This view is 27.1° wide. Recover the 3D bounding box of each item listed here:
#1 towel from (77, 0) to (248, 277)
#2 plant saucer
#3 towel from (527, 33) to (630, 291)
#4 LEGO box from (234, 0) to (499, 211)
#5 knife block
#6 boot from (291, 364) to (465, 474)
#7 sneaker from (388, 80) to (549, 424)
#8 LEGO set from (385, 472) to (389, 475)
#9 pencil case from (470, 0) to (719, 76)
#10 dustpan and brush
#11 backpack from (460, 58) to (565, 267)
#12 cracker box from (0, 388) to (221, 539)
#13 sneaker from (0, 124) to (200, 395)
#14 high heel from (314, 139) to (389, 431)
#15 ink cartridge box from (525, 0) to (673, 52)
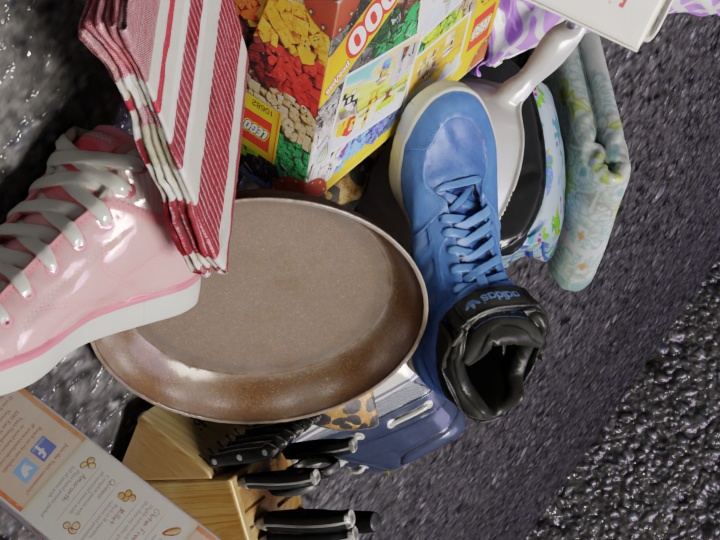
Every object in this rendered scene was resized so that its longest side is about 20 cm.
[{"bbox_3d":[-0.083,-0.105,0.681,0.201,0.022,0.146,77,15,-60],"label":"towel"},{"bbox_3d":[-0.060,0.019,0.873,0.201,0.197,0.032,102,-12,-47],"label":"plant saucer"},{"bbox_3d":[0.175,-0.109,1.255,0.172,0.048,0.202,91,-8,-59],"label":"towel"},{"bbox_3d":[0.005,-0.154,0.864,0.200,0.077,0.150,-42,156,-39],"label":"LEGO box"},{"bbox_3d":[-0.079,0.167,0.988,0.064,0.175,0.201,-30,154,-51],"label":"knife block"},{"bbox_3d":[-0.027,0.118,1.063,0.198,0.091,0.073,-24,-150,16],"label":"boot"},{"bbox_3d":[0.069,-0.005,0.893,0.076,0.111,0.202,-9,118,-24],"label":"sneaker"},{"bbox_3d":[0.054,0.082,1.306,0.154,0.115,0.201,-51,161,-20],"label":"LEGO set"},{"bbox_3d":[0.159,-0.195,1.025,0.084,0.198,0.086,-118,-166,-70],"label":"pencil case"},{"bbox_3d":[0.076,-0.096,0.983,0.057,0.140,0.201,9,127,-41],"label":"dustpan and brush"},{"bbox_3d":[0.096,-0.069,1.135,0.200,0.152,0.165,122,-35,-74],"label":"backpack"},{"bbox_3d":[-0.127,0.150,0.819,0.058,0.199,0.134,-51,160,-16],"label":"cracker box"},{"bbox_3d":[-0.151,-0.014,0.710,0.199,0.075,0.106,-23,129,-49],"label":"sneaker"},{"bbox_3d":[0.000,0.000,0.985,0.201,0.142,0.071,-53,-172,1],"label":"high heel"},{"bbox_3d":[0.080,-0.220,0.737,0.083,0.198,0.148,-87,-158,-69],"label":"ink cartridge box"}]
